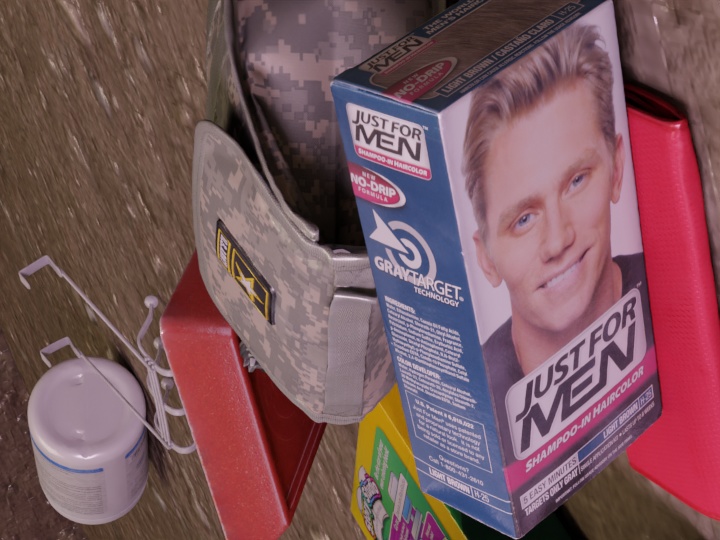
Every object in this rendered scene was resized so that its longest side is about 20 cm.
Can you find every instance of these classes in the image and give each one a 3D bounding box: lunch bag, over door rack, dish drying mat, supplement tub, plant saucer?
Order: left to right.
[{"bbox_3d":[-0.304,0.193,2.068,0.132,0.131,0.200,57,160,21],"label":"supplement tub"},{"bbox_3d":[-0.231,0.074,1.773,0.199,0.067,0.148,31,149,24],"label":"over door rack"},{"bbox_3d":[-0.058,0.053,1.169,0.200,0.036,0.201,-69,-29,-51],"label":"plant saucer"},{"bbox_3d":[-0.018,-0.047,0.836,0.164,0.116,0.202,98,171,-61],"label":"lunch bag"},{"bbox_3d":[0.127,0.014,0.773,0.077,0.018,0.201,35,145,53],"label":"dish drying mat"}]

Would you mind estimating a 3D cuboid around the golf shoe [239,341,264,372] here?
[{"bbox_3d":[0.000,0.000,1.015,0.199,0.077,0.095,-17,59,50],"label":"golf shoe"}]

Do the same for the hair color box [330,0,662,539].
[{"bbox_3d":[0.060,-0.004,0.732,0.060,0.100,0.201,22,136,42],"label":"hair color box"}]

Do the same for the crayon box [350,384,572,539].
[{"bbox_3d":[0.062,0.162,1.094,0.173,0.058,0.200,58,162,24],"label":"crayon box"}]
